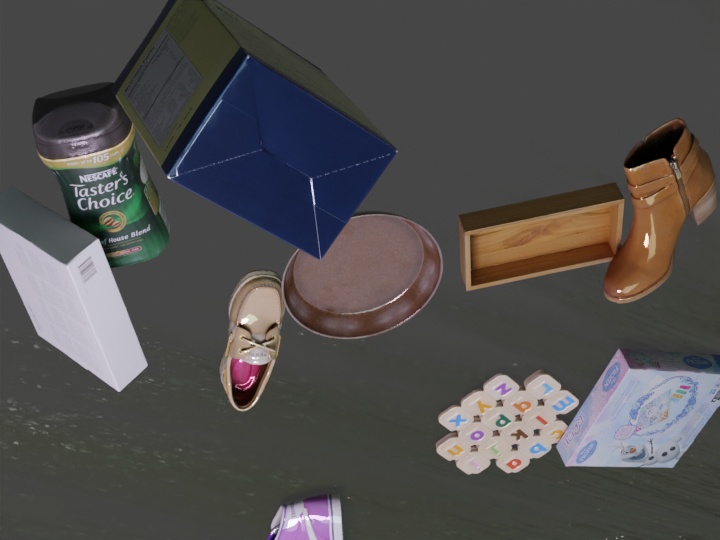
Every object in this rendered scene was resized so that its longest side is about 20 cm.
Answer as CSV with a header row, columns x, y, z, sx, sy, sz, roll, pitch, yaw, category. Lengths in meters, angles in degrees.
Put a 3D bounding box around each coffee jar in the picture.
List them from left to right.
x,y,z,sx,sy,sz,roll,pitch,yaw,category
-0.271,-0.100,1.424,0.103,0.086,0.202,-11,134,2,coffee jar

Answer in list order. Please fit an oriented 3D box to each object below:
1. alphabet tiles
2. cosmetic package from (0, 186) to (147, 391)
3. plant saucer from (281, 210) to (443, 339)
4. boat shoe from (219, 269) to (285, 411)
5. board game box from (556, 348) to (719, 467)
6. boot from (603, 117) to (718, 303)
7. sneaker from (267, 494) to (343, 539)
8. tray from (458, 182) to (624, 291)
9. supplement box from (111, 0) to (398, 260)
x,y,z,sx,sy,sz,roll,pitch,yaw,category
0.204,0.214,1.905,0.199,0.015,0.195,-37,131,19,alphabet tiles
-0.320,0.021,1.482,0.052,0.150,0.202,-44,143,-29,cosmetic package
0.000,0.000,1.633,0.197,0.035,0.202,-9,133,-9,plant saucer
-0.127,0.089,1.655,0.073,0.070,0.202,0,132,-16,boat shoe
0.404,0.198,1.920,0.196,0.044,0.201,4,131,-27,board game box
0.341,-0.070,1.605,0.200,0.077,0.156,-43,138,-3,boot
-0.078,0.404,1.970,0.112,0.073,0.203,-7,124,-4,sneaker
0.219,-0.041,1.656,0.197,0.037,0.100,-11,135,-5,tray
-0.107,-0.148,1.324,0.199,0.200,0.135,28,105,-38,supplement box
